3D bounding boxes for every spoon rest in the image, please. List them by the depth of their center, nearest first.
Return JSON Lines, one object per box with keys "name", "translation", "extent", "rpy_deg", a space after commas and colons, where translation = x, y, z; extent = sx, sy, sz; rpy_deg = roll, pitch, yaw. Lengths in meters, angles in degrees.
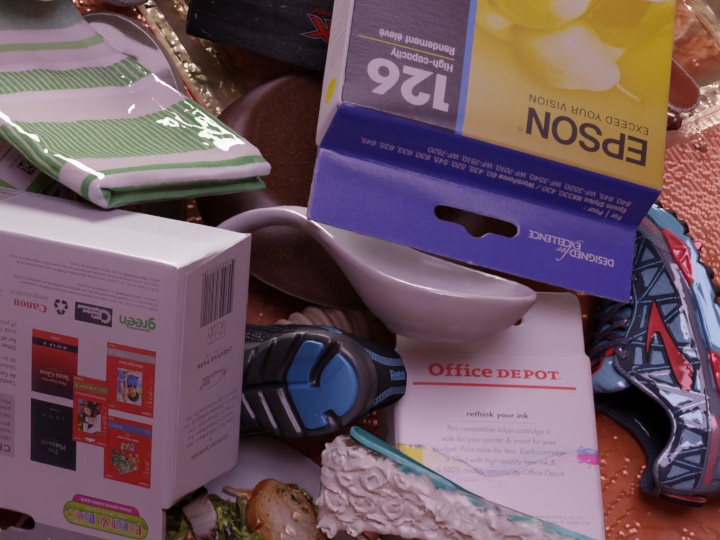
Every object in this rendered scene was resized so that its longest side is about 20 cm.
{"name": "spoon rest", "translation": [0.000, 0.000, 1.292], "extent": [0.199, 0.099, 0.061], "rpy_deg": [7, 98, 20]}

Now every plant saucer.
{"name": "plant saucer", "translation": [0.000, -0.061, 1.400], "extent": [0.200, 0.037, 0.201], "rpy_deg": [5, 46, -6]}

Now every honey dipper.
{"name": "honey dipper", "translation": [0.040, 0.006, 1.390], "extent": [0.200, 0.038, 0.038], "rpy_deg": [-27, 67, -24]}

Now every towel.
{"name": "towel", "translation": [-0.162, -0.101, 1.322], "extent": [0.200, 0.023, 0.152], "rpy_deg": [40, 30, 27]}

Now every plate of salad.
{"name": "plate of salad", "translation": [-0.100, 0.154, 1.245], "extent": [0.199, 0.048, 0.200], "rpy_deg": [-5, 47, 5]}

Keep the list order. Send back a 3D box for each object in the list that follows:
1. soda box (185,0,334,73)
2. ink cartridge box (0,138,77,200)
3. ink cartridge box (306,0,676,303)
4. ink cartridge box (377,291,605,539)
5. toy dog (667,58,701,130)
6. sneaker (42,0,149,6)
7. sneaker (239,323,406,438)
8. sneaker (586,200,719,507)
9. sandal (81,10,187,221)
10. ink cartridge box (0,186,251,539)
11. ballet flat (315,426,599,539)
{"name": "soda box", "translation": [0.000, -0.158, 1.414], "extent": [0.199, 0.071, 0.063], "rpy_deg": [17, 39, 3]}
{"name": "ink cartridge box", "translation": [-0.259, -0.075, 1.348], "extent": [0.200, 0.104, 0.059], "rpy_deg": [29, 59, 9]}
{"name": "ink cartridge box", "translation": [0.078, -0.101, 1.320], "extent": [0.197, 0.047, 0.201], "rpy_deg": [14, 61, -15]}
{"name": "ink cartridge box", "translation": [0.071, 0.111, 1.314], "extent": [0.116, 0.068, 0.201], "rpy_deg": [3, 60, -7]}
{"name": "toy dog", "translation": [0.170, -0.132, 1.449], "extent": [0.096, 0.132, 0.201], "rpy_deg": [0, 62, 29]}
{"name": "sneaker", "translation": [-0.165, -0.224, 1.392], "extent": [0.075, 0.115, 0.200], "rpy_deg": [39, 18, 21]}
{"name": "sneaker", "translation": [-0.069, 0.064, 1.300], "extent": [0.199, 0.082, 0.074], "rpy_deg": [4, 93, 30]}
{"name": "sneaker", "translation": [0.166, 0.043, 1.364], "extent": [0.095, 0.079, 0.200], "rpy_deg": [-16, 63, -15]}
{"name": "sandal", "translation": [-0.138, -0.076, 1.398], "extent": [0.080, 0.054, 0.201], "rpy_deg": [-2, 60, -11]}
{"name": "ink cartridge box", "translation": [-0.168, 0.055, 1.243], "extent": [0.199, 0.176, 0.084], "rpy_deg": [11, 17, 22]}
{"name": "ballet flat", "translation": [0.067, 0.147, 1.226], "extent": [0.199, 0.072, 0.072], "rpy_deg": [23, 58, 6]}
